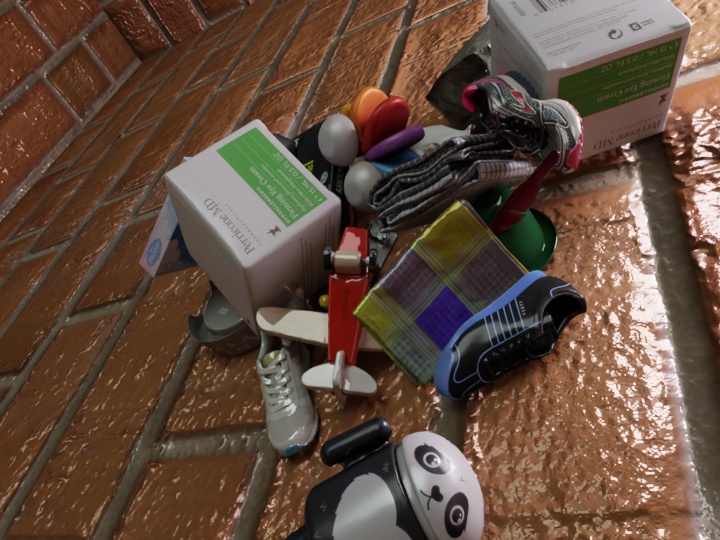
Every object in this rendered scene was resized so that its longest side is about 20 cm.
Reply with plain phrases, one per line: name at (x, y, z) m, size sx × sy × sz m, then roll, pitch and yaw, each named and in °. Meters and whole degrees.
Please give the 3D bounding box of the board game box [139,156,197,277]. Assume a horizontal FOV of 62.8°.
board game box at (-0.256, -0.096, 0.996) m, size 0.203 × 0.043 × 0.198 m, roll -58°, pitch -16°, yaw 23°

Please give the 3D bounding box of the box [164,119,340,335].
box at (-0.152, -0.061, 0.874) m, size 0.170 × 0.202 × 0.199 m, roll -37°, pitch 68°, yaw -22°

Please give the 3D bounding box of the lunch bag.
lunch bag at (0.226, -0.361, 1.031) m, size 0.164 × 0.117 × 0.200 m, roll -47°, pitch 1°, yaw -17°

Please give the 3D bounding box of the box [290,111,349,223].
box at (-0.095, -0.164, 1.089) m, size 0.197 × 0.047 × 0.199 m, roll -13°, pitch 69°, yaw 49°

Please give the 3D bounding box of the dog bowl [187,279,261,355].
dog bowl at (-0.201, 0.057, 1.016) m, size 0.196 × 0.059 × 0.203 m, roll -23°, pitch 37°, yaw 18°

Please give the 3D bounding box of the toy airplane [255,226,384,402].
toy airplane at (-0.015, 0.074, 0.791) m, size 0.198 × 0.201 × 0.141 m, roll -40°, pitch -9°, yaw 0°

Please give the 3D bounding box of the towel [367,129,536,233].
towel at (0.126, -0.132, 0.839) m, size 0.163 × 0.088 × 0.198 m, roll -15°, pitch -9°, yaw -43°

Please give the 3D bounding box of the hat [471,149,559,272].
hat at (0.165, -0.090, 0.778) m, size 0.195 × 0.178 × 0.168 m, roll -21°, pitch 39°, yaw 17°

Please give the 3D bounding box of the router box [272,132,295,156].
router box at (-0.182, -0.132, 1.108) m, size 0.148 × 0.050 × 0.206 m, roll -25°, pitch 59°, yaw 46°

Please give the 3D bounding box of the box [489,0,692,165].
box at (0.307, -0.291, 0.835) m, size 0.194 × 0.173 × 0.203 m, roll -18°, pitch 52°, yaw 0°

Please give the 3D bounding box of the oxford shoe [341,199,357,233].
oxford shoe at (-0.032, -0.149, 1.104) m, size 0.071 × 0.071 × 0.204 m, roll -45°, pitch 48°, yaw 35°

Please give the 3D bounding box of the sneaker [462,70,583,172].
sneaker at (0.201, -0.181, 0.739) m, size 0.073 × 0.082 × 0.201 m, roll -15°, pitch 41°, yaw -18°

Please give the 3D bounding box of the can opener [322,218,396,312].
can opener at (0.000, 0.000, 0.936) m, size 0.066 × 0.052 × 0.203 m, roll -46°, pitch 13°, yaw 55°

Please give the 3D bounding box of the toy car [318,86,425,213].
toy car at (0.042, -0.206, 0.973) m, size 0.173 × 0.204 × 0.149 m, roll -26°, pitch -6°, yaw -39°

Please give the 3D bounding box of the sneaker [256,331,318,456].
sneaker at (-0.108, 0.159, 0.806) m, size 0.075 × 0.082 × 0.202 m, roll -26°, pitch 38°, yaw 8°

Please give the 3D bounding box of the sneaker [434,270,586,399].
sneaker at (0.172, 0.080, 0.676) m, size 0.199 × 0.071 × 0.078 m, roll -43°, pitch 31°, yaw -10°

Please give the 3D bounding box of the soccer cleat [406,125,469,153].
soccer cleat at (0.112, -0.233, 1.089) m, size 0.197 × 0.071 × 0.077 m, roll 16°, pitch 49°, yaw 43°

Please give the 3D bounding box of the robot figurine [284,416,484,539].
robot figurine at (0.023, 0.242, 0.565) m, size 0.197 × 0.152 × 0.125 m, roll -30°, pitch 23°, yaw 7°

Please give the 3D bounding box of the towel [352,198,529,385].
towel at (0.100, 0.028, 0.720) m, size 0.200 × 0.144 × 0.023 m, roll -43°, pitch 15°, yaw 0°
